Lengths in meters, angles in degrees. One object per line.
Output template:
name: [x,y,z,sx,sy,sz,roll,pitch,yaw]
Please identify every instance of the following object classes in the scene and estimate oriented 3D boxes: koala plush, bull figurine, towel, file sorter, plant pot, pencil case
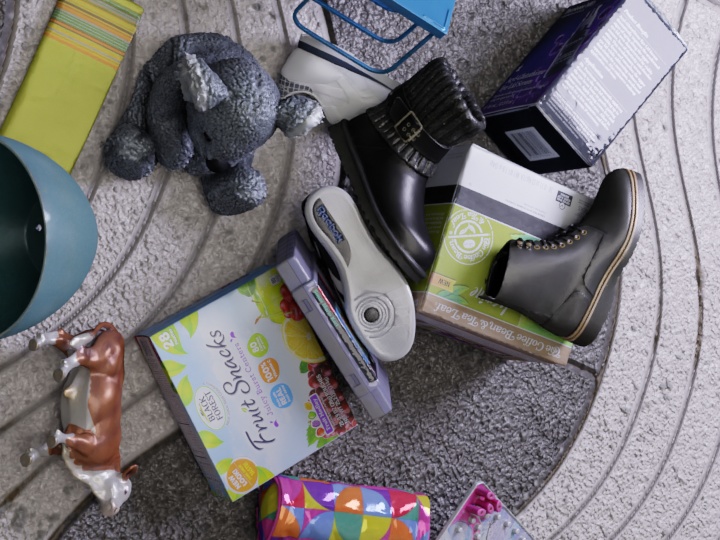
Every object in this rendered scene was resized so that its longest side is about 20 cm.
koala plush: [-0.143,-0.166,1.536,0.177,0.200,0.185,19,82,-22]
bull figurine: [-0.283,0.151,1.536,0.121,0.065,0.201,11,76,-57]
towel: [-0.303,-0.203,1.567,0.086,0.018,0.201,25,81,-16]
file sorter: [0.024,-0.334,1.620,0.138,0.123,0.201,28,55,-20]
plant pot: [-0.335,-0.033,1.472,0.135,0.199,0.201,-3,91,-58]
pencil case: [-0.018,0.275,1.655,0.199,0.088,0.089,13,84,-23]

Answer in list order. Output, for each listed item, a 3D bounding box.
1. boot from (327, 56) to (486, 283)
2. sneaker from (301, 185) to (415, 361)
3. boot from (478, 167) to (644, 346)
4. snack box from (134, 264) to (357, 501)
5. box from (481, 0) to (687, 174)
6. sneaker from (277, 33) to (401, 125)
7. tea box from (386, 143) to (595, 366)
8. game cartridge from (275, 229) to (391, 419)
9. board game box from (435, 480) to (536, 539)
boot: [0.070,-0.109,1.599,0.157,0.079,0.212,-27,74,11]
sneaker: [0.000,0.000,1.637,0.073,0.112,0.201,-25,93,-4]
boot: [0.220,-0.034,1.625,0.138,0.077,0.201,22,80,-20]
snack box: [-0.122,0.119,1.616,0.168,0.068,0.201,-29,99,-22]
box: [0.256,-0.218,1.746,0.104,0.148,0.200,45,72,-17]
sneaker: [0.002,-0.189,1.681,0.199,0.076,0.081,26,92,-18]
tea box: [0.148,-0.015,1.702,0.199,0.134,0.198,20,82,-23]
game cartridge: [-0.027,0.056,1.628,0.038,0.130,0.200,-32,104,2]
board game box: [0.133,0.372,1.713,0.200,0.026,0.200,-53,130,-15]
